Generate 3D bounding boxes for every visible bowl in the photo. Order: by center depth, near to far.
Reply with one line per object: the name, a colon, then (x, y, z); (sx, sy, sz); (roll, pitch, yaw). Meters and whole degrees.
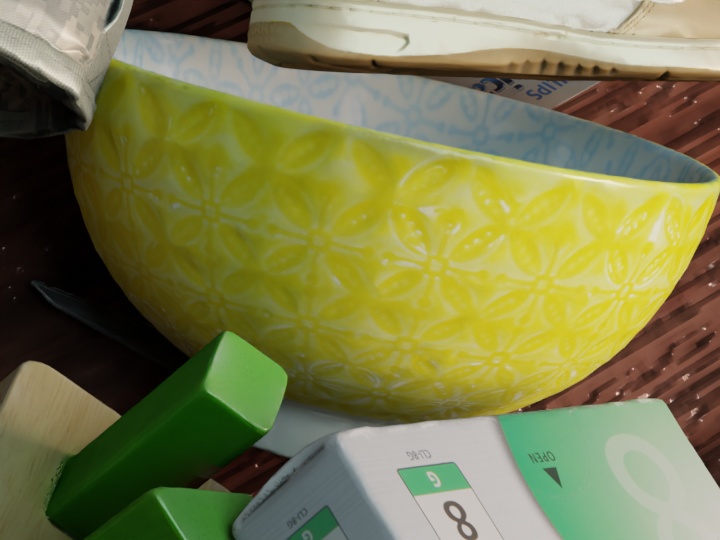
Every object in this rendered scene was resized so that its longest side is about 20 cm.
bowl: (0.000, 0.000, 0.888); (0.200, 0.200, 0.108); (8, 99, -26)

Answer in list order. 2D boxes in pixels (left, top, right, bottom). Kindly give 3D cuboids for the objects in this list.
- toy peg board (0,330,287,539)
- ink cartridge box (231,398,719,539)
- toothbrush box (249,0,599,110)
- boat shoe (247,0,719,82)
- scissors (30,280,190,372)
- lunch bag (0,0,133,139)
toy peg board: (-0.024, 0.134, 0.762); (0.199, 0.098, 0.200); (36, 45, -17)
ink cartridge box: (0.074, 0.127, 0.745); (0.161, 0.050, 0.200); (-1, 52, -55)
toothbrush box: (0.006, -0.159, 0.979); (0.200, 0.086, 0.146); (28, 63, -18)
boat shoe: (0.064, -0.093, 0.900); (0.199, 0.074, 0.069); (1, 92, -23)
scissors: (-0.014, 0.045, 0.950); (0.200, 0.014, 0.073); (40, 61, -11)
lunch bag: (-0.146, -0.136, 0.833); (0.199, 0.118, 0.164); (12, 66, 6)
